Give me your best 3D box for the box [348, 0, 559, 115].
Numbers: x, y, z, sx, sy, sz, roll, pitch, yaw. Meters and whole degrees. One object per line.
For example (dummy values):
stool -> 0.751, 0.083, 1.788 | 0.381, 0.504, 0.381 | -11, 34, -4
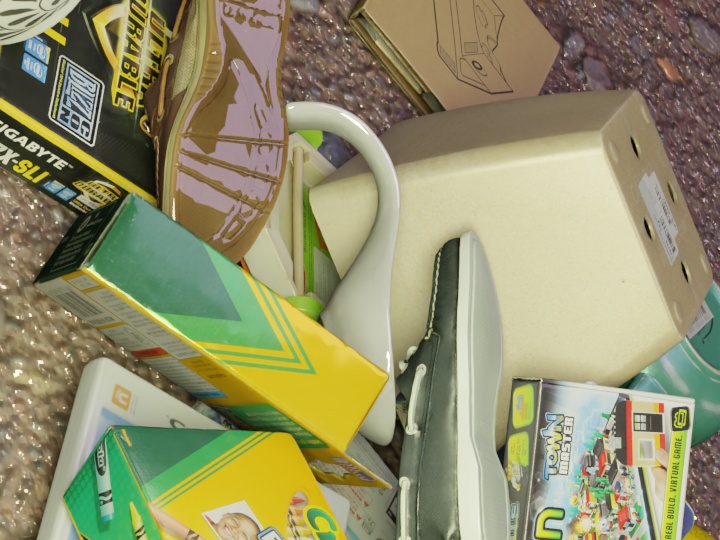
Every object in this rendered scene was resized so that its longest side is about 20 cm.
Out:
box -> 0.076, -0.177, 1.589 | 0.164, 0.021, 0.201 | 49, 35, -16

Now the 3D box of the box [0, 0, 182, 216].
box -> -0.154, -0.125, 1.237 | 0.159, 0.049, 0.201 | 32, 44, -32

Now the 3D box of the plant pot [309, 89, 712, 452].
plant pot -> 0.110, -0.010, 1.321 | 0.201, 0.176, 0.200 | 67, 22, -9

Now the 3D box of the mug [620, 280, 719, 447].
mug -> 0.203, 0.070, 1.490 | 0.151, 0.114, 0.187 | 28, 45, -38

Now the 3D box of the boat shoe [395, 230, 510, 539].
boat shoe -> 0.046, 0.074, 1.189 | 0.076, 0.060, 0.202 | 48, 38, -56

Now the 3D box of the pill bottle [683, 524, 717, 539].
pill bottle -> 0.156, 0.190, 1.347 | 0.199, 0.112, 0.114 | 35, 42, -33

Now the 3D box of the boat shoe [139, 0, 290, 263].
boat shoe -> -0.087, -0.090, 1.195 | 0.072, 0.072, 0.202 | 15, 70, -31

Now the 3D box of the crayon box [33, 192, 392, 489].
crayon box -> -0.069, 0.040, 1.124 | 0.199, 0.126, 0.052 | 37, 75, -14

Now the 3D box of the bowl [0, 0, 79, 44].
bowl -> -0.200, -0.184, 1.129 | 0.094, 0.199, 0.202 | 58, 26, -47

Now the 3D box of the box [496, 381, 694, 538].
box -> 0.100, 0.174, 1.234 | 0.200, 0.032, 0.121 | -45, 107, -19

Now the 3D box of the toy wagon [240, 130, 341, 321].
toy wagon -> -0.035, -0.023, 1.294 | 0.200, 0.039, 0.156 | 40, 37, -42

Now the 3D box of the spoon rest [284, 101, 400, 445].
spoon rest -> 0.000, 0.000, 1.207 | 0.099, 0.060, 0.202 | 128, -49, -80

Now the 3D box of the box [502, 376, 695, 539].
box -> 0.130, 0.168, 1.212 | 0.109, 0.035, 0.202 | 8, 86, -26

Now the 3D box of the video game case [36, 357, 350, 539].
video game case -> -0.091, 0.171, 1.094 | 0.181, 0.022, 0.202 | 33, 51, -29

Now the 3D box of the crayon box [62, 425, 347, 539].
crayon box -> -0.052, 0.169, 1.020 | 0.118, 0.058, 0.201 | 7, 42, -43

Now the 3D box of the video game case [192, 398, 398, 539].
video game case -> -0.033, 0.153, 1.212 | 0.201, 0.024, 0.182 | 52, 36, -14
